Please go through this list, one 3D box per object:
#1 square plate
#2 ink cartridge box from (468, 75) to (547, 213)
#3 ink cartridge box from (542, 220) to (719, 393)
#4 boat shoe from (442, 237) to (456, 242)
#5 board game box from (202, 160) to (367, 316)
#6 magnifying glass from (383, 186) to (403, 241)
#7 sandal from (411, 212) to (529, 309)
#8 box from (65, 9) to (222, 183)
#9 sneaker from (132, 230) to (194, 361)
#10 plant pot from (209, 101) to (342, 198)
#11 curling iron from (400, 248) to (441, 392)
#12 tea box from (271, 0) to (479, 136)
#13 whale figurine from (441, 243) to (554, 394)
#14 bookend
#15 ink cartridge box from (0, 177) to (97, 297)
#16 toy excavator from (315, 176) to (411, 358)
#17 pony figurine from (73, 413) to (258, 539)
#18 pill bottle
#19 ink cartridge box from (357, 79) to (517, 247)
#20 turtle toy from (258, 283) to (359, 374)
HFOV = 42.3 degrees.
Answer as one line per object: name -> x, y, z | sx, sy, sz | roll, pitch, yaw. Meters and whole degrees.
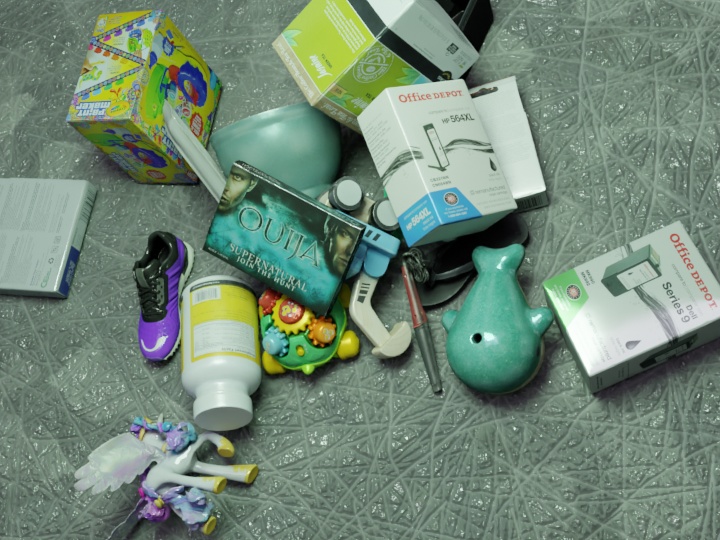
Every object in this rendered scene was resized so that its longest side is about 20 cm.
square plate -> -0.226, -0.152, 1.356 | 0.028, 0.199, 0.200 | -37, 22, -2
ink cartridge box -> 0.201, -0.179, 1.371 | 0.108, 0.050, 0.202 | -14, 64, 11
ink cartridge box -> 0.358, 0.046, 1.210 | 0.199, 0.084, 0.147 | -25, 62, 5
boat shoe -> 0.094, -0.120, 1.362 | 0.068, 0.074, 0.201 | -21, 59, 18
board game box -> -0.104, -0.044, 1.251 | 0.199, 0.028, 0.136 | 27, 111, 10
magnifying glass -> 0.044, -0.131, 1.389 | 0.022, 0.080, 0.202 | 1, 54, -9
sandal -> 0.146, -0.022, 1.323 | 0.199, 0.043, 0.076 | -36, 63, -1
box -> -0.335, -0.268, 1.472 | 0.121, 0.200, 0.194 | 2, 69, 23
sneaker -> -0.311, 0.032, 1.399 | 0.069, 0.100, 0.202 | -3, 67, 17
plant pot -> -0.111, -0.158, 1.388 | 0.198, 0.200, 0.135 | -17, 91, 8
curling iron -> 0.085, 0.067, 1.285 | 0.025, 0.049, 0.202 | -4, 82, -28
tea box -> 0.023, -0.306, 1.300 | 0.197, 0.199, 0.134 | -42, 60, 19
whale figurine -> 0.174, 0.060, 1.229 | 0.158, 0.104, 0.202 | -1, 78, 30
bookend -> 0.077, -0.363, 1.459 | 0.199, 0.092, 0.200 | 20, 75, 24
ink cartridge box -> -0.550, -0.057, 1.540 | 0.198, 0.043, 0.198 | 3, 70, 20
toy excavator -> 0.000, 0.000, 1.296 | 0.193, 0.100, 0.202 | 25, 74, -16
pony figurine -> -0.270, 0.282, 1.272 | 0.198, 0.168, 0.193 | 16, 41, 25
pill bottle -> -0.197, 0.117, 1.313 | 0.111, 0.112, 0.202 | -14, 58, 10
ink cartridge box -> 0.103, -0.148, 1.259 | 0.145, 0.084, 0.202 | -14, 77, -35
turtle toy -> -0.087, 0.051, 1.327 | 0.144, 0.101, 0.202 | -14, 65, 10
